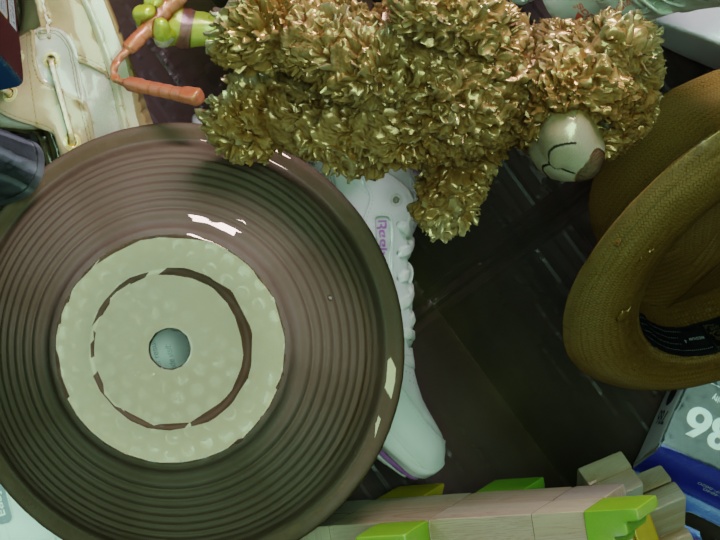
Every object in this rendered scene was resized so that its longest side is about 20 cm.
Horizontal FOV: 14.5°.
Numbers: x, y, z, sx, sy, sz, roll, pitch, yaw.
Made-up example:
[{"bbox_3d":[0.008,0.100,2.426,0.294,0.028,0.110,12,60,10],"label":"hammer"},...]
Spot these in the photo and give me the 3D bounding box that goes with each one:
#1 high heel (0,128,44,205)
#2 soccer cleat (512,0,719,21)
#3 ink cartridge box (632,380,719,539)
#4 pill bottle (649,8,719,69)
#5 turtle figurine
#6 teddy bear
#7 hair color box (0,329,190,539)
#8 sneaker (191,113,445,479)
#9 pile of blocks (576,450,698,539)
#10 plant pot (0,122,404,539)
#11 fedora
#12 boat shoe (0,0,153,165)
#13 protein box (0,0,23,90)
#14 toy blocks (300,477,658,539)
[{"bbox_3d":[-0.255,-0.035,1.228,0.200,0.143,0.071,-26,59,28],"label":"high heel"},{"bbox_3d":[0.119,-0.131,1.206,0.078,0.200,0.069,-45,108,-5],"label":"soccer cleat"},{"bbox_3d":[0.205,0.050,1.345,0.099,0.039,0.200,24,88,-5],"label":"ink cartridge box"},{"bbox_3d":[0.199,-0.192,1.309,0.113,0.113,0.200,23,88,-5],"label":"pill bottle"},{"bbox_3d":[-0.006,-0.119,1.285,0.200,0.064,0.161,2,55,7],"label":"turtle figurine"},{"bbox_3d":[0.029,-0.072,1.185,0.200,0.067,0.145,18,126,-14],"label":"teddy bear"},{"bbox_3d":[-0.138,0.076,1.300,0.200,0.061,0.100,-14,90,-6],"label":"hair color box"},{"bbox_3d":[0.000,0.000,1.307,0.100,0.075,0.200,-28,92,-4],"label":"sneaker"},{"bbox_3d":[0.161,0.174,1.307,0.062,0.082,0.200,-22,101,-16],"label":"pile of blocks"},{"bbox_3d":[-0.081,0.033,1.222,0.201,0.093,0.201,0,89,1],"label":"plant pot"},{"bbox_3d":[0.167,-0.033,1.265,0.201,0.201,0.082,-27,55,-5],"label":"fedora"},{"bbox_3d":[-0.139,-0.079,1.295,0.069,0.074,0.200,-21,92,-11],"label":"boat shoe"},{"bbox_3d":[-0.269,-0.152,1.188,0.198,0.200,0.135,-10,73,7],"label":"protein box"},{"bbox_3d":[0.052,0.173,1.281,0.200,0.100,0.137,-6,97,27],"label":"toy blocks"}]
